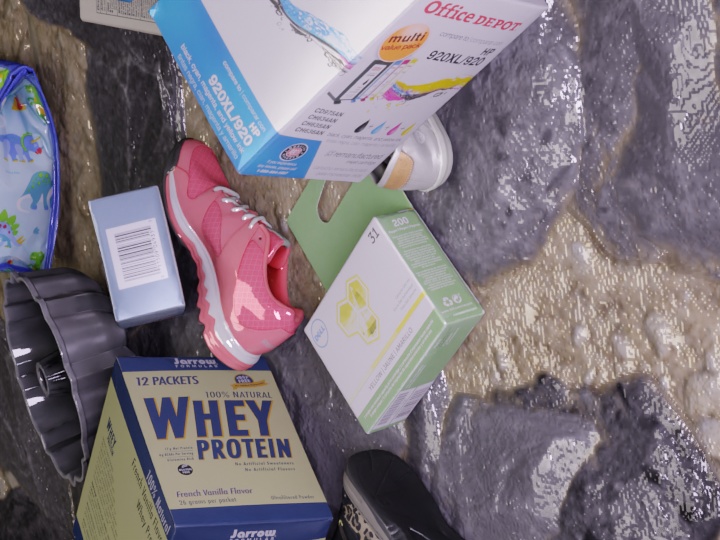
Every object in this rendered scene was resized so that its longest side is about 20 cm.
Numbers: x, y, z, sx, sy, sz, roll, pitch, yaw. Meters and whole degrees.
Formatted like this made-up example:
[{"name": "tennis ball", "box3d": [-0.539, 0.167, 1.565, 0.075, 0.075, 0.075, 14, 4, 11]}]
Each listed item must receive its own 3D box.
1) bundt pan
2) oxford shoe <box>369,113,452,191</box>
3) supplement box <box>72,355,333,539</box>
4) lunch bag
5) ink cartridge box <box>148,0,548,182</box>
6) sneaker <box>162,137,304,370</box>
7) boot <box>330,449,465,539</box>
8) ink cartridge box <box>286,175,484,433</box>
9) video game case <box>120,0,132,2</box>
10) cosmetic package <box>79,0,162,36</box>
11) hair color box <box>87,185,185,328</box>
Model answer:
[{"name": "bundt pan", "box3d": [-0.256, 0.088, 1.865, 0.202, 0.075, 0.203, 46, 146, 45]}, {"name": "oxford shoe", "box3d": [-0.003, -0.138, 1.515, 0.201, 0.057, 0.075, 58, 141, 27]}, {"name": "supplement box", "box3d": [-0.135, 0.207, 1.677, 0.201, 0.133, 0.201, -118, 36, -46]}, {"name": "lunch bag", "box3d": [-0.366, -0.104, 1.951, 0.169, 0.127, 0.202, 17, 100, 52]}, {"name": "ink cartridge box", "box3d": [-0.008, -0.178, 1.391, 0.200, 0.147, 0.145, -41, 67, 28]}, {"name": "sneaker", "box3d": [-0.096, -0.023, 1.675, 0.086, 0.074, 0.202, -26, 72, 24]}, {"name": "boot", "box3d": [0.029, 0.259, 1.570, 0.204, 0.073, 0.154, 58, 141, 34]}, {"name": "ink cartridge box", "box3d": [0.000, 0.000, 1.558, 0.201, 0.048, 0.146, 57, 139, 22]}, {"name": "video game case", "box3d": [-0.178, -0.310, 1.633, 0.143, 0.018, 0.201, 18, 78, 48]}, {"name": "cosmetic package", "box3d": [-0.149, -0.245, 1.661, 0.199, 0.071, 0.106, 19, 114, 48]}, {"name": "hair color box", "box3d": [-0.185, -0.008, 1.708, 0.200, 0.060, 0.100, 146, 111, -84]}]
